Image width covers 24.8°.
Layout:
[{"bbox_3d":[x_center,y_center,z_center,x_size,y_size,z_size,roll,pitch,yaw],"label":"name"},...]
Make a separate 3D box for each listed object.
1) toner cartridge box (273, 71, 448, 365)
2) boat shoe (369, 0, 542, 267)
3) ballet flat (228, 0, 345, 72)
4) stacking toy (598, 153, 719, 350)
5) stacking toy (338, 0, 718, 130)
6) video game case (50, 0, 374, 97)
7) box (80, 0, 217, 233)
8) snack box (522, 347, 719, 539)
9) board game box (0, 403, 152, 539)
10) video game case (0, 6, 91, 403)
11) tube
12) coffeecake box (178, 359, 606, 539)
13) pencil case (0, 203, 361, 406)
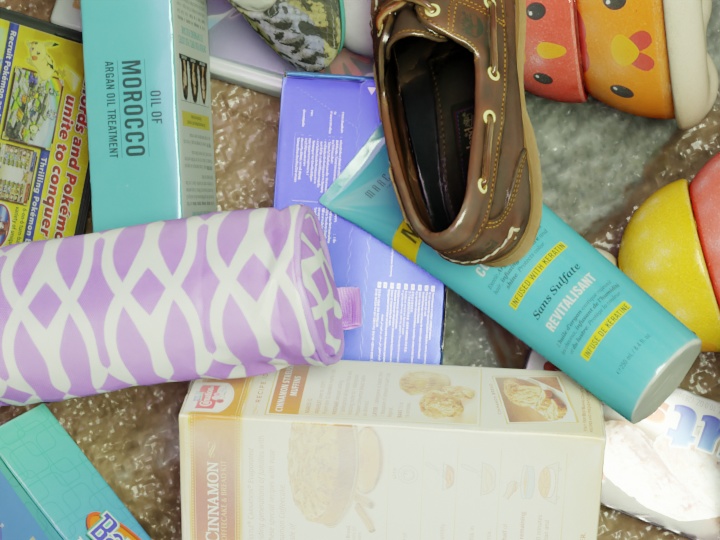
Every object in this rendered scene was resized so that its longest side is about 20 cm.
[{"bbox_3d":[0.000,0.000,0.860,0.095,0.043,0.201,5,90,2],"label":"toner cartridge box"},{"bbox_3d":[0.040,-0.101,0.768,0.070,0.070,0.201,-22,71,31],"label":"boat shoe"},{"bbox_3d":[-0.067,-0.192,0.822,0.072,0.072,0.201,-16,99,1],"label":"ballet flat"},{"bbox_3d":[0.184,-0.004,0.825,0.199,0.146,0.147,-17,82,17],"label":"stacking toy"},{"bbox_3d":[0.080,-0.137,0.846,0.199,0.146,0.147,-5,82,13],"label":"stacking toy"},{"bbox_3d":[-0.051,-0.193,0.908,0.199,0.023,0.183,17,84,5],"label":"video game case"},{"bbox_3d":[-0.110,-0.091,0.854,0.049,0.082,0.201,-2,92,8],"label":"box"},{"bbox_3d":[0.173,0.103,0.857,0.199,0.024,0.072,20,83,6],"label":"snack box"},{"bbox_3d":[-0.144,0.188,0.814,0.200,0.045,0.152,50,128,7],"label":"board game box"},{"bbox_3d":[-0.223,-0.042,0.836,0.180,0.025,0.201,13,86,-39],"label":"video game case"},{"bbox_3d":[0.074,-0.007,0.799,0.200,0.050,0.077,40,86,23],"label":"tube"},{"bbox_3d":[0.015,0.128,0.809,0.199,0.073,0.154,3,112,3],"label":"coffeecake box"},{"bbox_3d":[-0.106,0.021,0.780,0.199,0.086,0.084,-7,62,13],"label":"pencil case"}]
